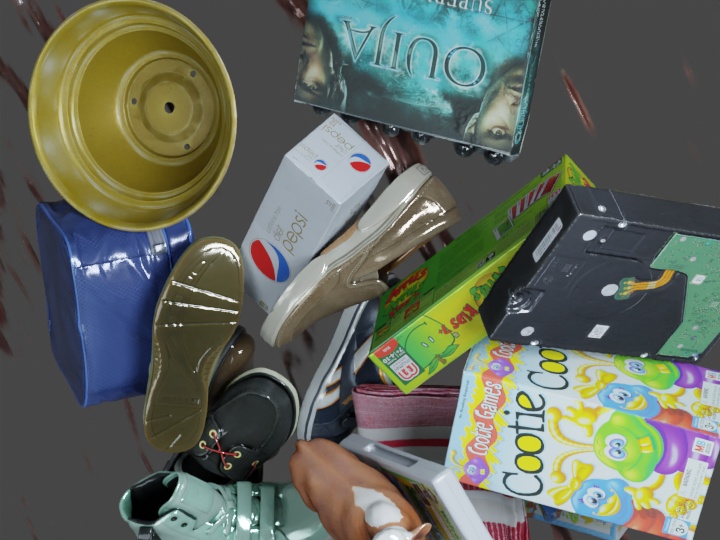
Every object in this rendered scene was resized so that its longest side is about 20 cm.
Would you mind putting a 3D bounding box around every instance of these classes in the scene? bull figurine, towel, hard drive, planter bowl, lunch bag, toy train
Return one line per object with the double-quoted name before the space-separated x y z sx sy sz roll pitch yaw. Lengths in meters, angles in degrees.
"bull figurine" 0.010 0.205 1.390 0.200 0.065 0.122 44 165 50
"towel" 0.071 0.190 1.499 0.144 0.023 0.200 0 115 14
"hard drive" 0.204 0.005 1.294 0.140 0.200 0.038 -59 36 39
"planter bowl" -0.182 -0.139 1.516 0.200 0.083 0.201 4 102 20
"lunch bag" -0.211 0.026 1.591 0.136 0.132 0.200 -133 36 -54
"toy train" 0.040 -0.132 1.421 0.200 0.034 0.046 18 118 24

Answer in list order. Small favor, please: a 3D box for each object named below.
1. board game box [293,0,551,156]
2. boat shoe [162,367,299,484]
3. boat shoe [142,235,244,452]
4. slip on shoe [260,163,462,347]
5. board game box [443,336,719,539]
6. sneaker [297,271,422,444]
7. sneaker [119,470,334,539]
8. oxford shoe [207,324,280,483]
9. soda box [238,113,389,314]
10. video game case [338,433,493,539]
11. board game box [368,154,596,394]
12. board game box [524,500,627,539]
"board game box" 0.046 -0.178 1.375 0.200 0.028 0.136 16 105 26
"boat shoe" -0.118 0.160 1.571 0.074 0.063 0.201 40 134 -2
"boat shoe" -0.150 0.059 1.528 0.073 0.063 0.201 8 109 -12
"slip on shoe" 0.000 0.000 1.451 0.200 0.076 0.061 -45 84 5
"board game box" 0.177 0.122 1.365 0.200 0.103 0.105 14 119 9
"sneaker" 0.007 0.098 1.530 0.079 0.078 0.200 36 126 20
"sneaker" -0.112 0.213 1.524 0.200 0.074 0.118 -11 151 12
"oxford shoe" -0.108 0.134 1.634 0.084 0.073 0.200 22 134 17
"soda box" -0.047 -0.042 1.469 0.064 0.068 0.200 42 146 8
"video game case" 0.073 0.230 1.427 0.200 0.022 0.182 60 161 -16
"board game box" 0.099 0.003 1.367 0.200 0.102 0.048 -38 107 22
"board game box" 0.164 0.122 1.468 0.134 0.034 0.200 13 120 28
